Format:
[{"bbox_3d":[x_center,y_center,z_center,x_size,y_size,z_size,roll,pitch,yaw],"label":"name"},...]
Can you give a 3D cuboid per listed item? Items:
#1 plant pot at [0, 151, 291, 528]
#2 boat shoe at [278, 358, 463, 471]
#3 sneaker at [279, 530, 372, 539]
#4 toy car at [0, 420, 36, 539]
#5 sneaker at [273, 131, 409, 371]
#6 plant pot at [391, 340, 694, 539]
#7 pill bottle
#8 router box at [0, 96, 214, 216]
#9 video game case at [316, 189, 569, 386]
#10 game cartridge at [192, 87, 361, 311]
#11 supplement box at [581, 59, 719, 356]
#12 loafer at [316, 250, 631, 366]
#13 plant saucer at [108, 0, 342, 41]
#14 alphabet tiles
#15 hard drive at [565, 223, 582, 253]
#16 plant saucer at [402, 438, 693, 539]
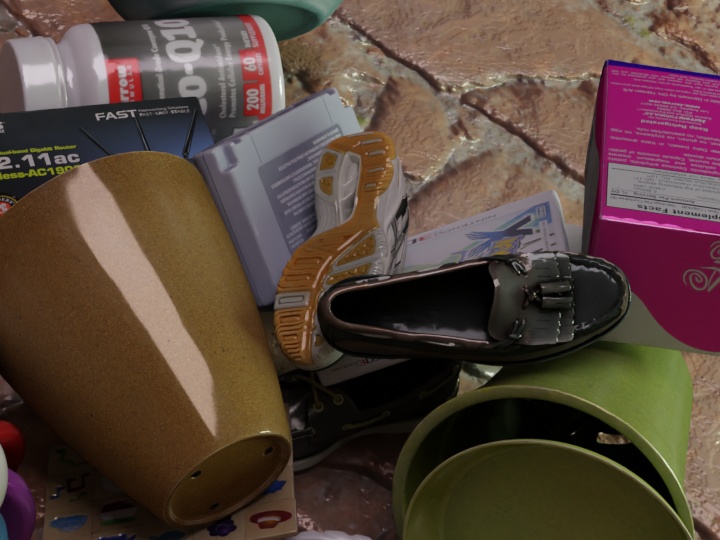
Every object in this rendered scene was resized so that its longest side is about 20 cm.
[{"bbox_3d":[-0.132,0.058,1.415,0.186,0.186,0.200,-18,57,-29],"label":"plant pot"},{"bbox_3d":[-0.018,0.087,1.549,0.202,0.060,0.072,-14,51,-26],"label":"boat shoe"},{"bbox_3d":[0.019,0.234,1.401,0.200,0.075,0.082,26,44,12],"label":"sneaker"},{"bbox_3d":[-0.273,0.134,1.391,0.150,0.175,0.200,32,30,-38],"label":"toy car"},{"bbox_3d":[0.000,0.000,1.514,0.076,0.088,0.200,-1,48,23],"label":"sneaker"},{"bbox_3d":[0.144,0.119,1.490,0.200,0.200,0.190,23,32,8],"label":"plant pot"},{"bbox_3d":[-0.168,-0.134,1.695,0.200,0.114,0.114,-6,48,-20],"label":"pill bottle"},{"bbox_3d":[-0.192,-0.046,1.576,0.200,0.062,0.150,-7,47,-19],"label":"router box"},{"bbox_3d":[0.059,0.009,1.563,0.182,0.022,0.200,-19,19,8],"label":"video game case"},{"bbox_3d":[-0.042,-0.047,1.577,0.200,0.040,0.133,-34,101,-60],"label":"game cartridge"},{"bbox_3d":[0.204,-0.045,1.506,0.103,0.101,0.200,9,37,3],"label":"supplement box"},{"bbox_3d":[0.071,0.025,1.394,0.200,0.063,0.072,-6,82,5],"label":"loafer"},{"bbox_3d":[-0.102,-0.211,1.764,0.200,0.200,0.036,-3,82,-17],"label":"plant saucer"},{"bbox_3d":[-0.125,0.143,1.448,0.166,0.006,0.200,-11,34,3],"label":"alphabet tiles"},{"bbox_3d":[0.136,-0.003,1.622,0.132,0.027,0.200,-19,16,-30],"label":"hard drive"},{"bbox_3d":[0.125,0.183,1.395,0.200,0.200,0.031,23,36,9],"label":"plant saucer"}]
